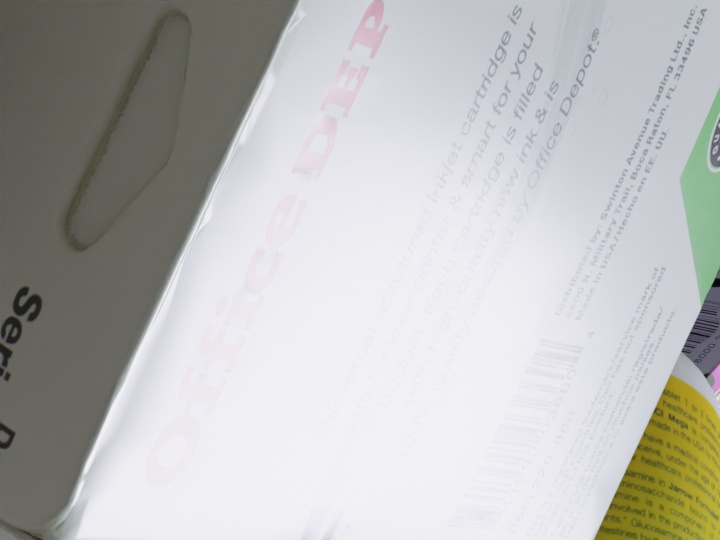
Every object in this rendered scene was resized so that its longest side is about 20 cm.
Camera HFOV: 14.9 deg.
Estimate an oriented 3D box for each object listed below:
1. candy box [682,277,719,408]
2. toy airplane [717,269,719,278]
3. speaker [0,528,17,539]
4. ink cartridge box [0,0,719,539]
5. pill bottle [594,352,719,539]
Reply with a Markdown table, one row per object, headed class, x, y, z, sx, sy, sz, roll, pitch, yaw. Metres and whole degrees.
| class | x | y | z | sx | sy | sz | roll | pitch | yaw |
| --- | --- | --- | --- | --- | --- | --- | --- | --- | --- |
| candy box | 0.111 | 0.119 | 1.044 | 0.200 | 0.061 | 0.137 | -45 | 117 | -22 |
| toy airplane | 0.055 | 0.081 | 1.179 | 0.141 | 0.198 | 0.202 | 30 | 69 | -67 |
| speaker | -0.102 | 0.137 | 0.544 | 0.081 | 0.081 | 0.201 | 18 | 91 | -82 |
| ink cartridge box | -0.002 | -0.022 | 0.542 | 0.200 | 0.084 | 0.147 | 14 | 103 | -59 |
| pill bottle | 0.063 | 0.088 | 0.889 | 0.113 | 0.111 | 0.201 | 96 | -2 | -58 |
